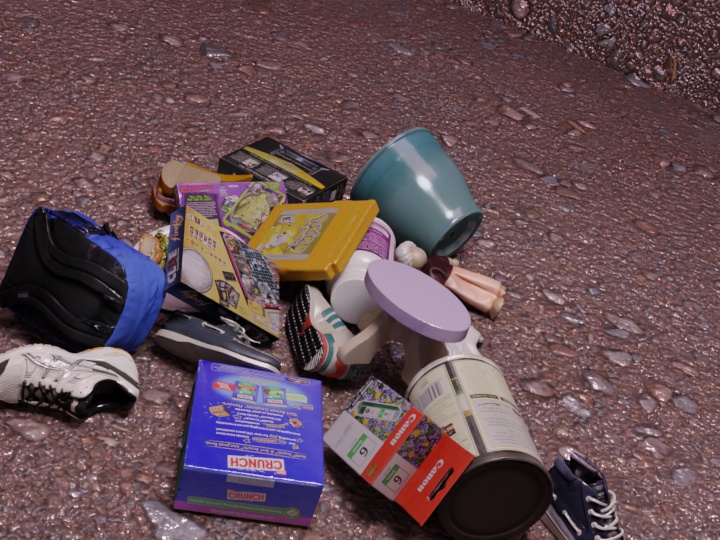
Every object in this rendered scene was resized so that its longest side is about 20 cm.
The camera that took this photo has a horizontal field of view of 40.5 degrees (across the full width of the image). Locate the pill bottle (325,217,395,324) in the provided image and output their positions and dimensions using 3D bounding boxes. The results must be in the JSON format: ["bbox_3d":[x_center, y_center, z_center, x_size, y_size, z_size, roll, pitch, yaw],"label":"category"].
[{"bbox_3d":[0.000,0.000,1.586,0.112,0.113,0.200,14,29,-3],"label":"pill bottle"}]

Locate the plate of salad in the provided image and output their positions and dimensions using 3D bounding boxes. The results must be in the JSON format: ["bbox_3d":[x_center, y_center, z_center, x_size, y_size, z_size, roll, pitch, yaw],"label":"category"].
[{"bbox_3d":[-0.265,-0.015,1.524,0.199,0.048,0.201,4,44,-4],"label":"plate of salad"}]

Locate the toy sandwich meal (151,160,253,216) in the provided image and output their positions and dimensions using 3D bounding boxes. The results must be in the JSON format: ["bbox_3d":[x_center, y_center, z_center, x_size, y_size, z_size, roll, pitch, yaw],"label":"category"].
[{"bbox_3d":[-0.265,-0.133,1.724,0.204,0.071,0.206,11,31,-7],"label":"toy sandwich meal"}]

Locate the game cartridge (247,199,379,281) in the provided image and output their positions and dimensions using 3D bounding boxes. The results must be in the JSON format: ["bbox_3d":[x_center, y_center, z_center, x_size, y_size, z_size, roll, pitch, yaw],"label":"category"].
[{"bbox_3d":[-0.089,-0.050,1.576,0.199,0.033,0.177,-2,40,33],"label":"game cartridge"}]

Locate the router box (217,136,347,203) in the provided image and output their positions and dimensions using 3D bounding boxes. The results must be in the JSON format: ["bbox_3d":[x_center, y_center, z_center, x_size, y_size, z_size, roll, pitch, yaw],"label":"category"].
[{"bbox_3d":[-0.149,-0.176,1.861,0.199,0.052,0.157,29,34,21],"label":"router box"}]

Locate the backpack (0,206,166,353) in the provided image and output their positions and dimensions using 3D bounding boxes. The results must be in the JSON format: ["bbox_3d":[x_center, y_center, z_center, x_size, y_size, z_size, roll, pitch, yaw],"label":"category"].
[{"bbox_3d":[-0.363,0.018,1.351,0.199,0.163,0.168,29,13,25],"label":"backpack"}]

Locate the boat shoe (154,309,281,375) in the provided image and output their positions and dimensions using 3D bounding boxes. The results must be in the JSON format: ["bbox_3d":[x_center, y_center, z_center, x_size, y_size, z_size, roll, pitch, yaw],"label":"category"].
[{"bbox_3d":[-0.190,0.101,1.350,0.199,0.075,0.062,11,58,29],"label":"boat shoe"}]

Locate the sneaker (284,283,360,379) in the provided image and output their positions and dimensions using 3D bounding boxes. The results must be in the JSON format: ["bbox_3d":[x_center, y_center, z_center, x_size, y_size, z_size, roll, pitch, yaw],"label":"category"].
[{"bbox_3d":[-0.052,0.098,1.471,0.093,0.071,0.200,26,20,-26],"label":"sneaker"}]

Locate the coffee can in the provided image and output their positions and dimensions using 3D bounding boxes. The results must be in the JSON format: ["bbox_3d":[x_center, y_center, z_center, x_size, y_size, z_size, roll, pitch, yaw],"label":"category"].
[{"bbox_3d":[0.147,0.225,1.260,0.145,0.147,0.200,6,32,-15],"label":"coffee can"}]

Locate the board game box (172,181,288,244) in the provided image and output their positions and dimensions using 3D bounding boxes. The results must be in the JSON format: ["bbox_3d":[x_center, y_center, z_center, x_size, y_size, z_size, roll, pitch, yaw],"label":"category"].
[{"bbox_3d":[-0.213,-0.091,1.661,0.199,0.032,0.121,-3,78,-30],"label":"board game box"}]

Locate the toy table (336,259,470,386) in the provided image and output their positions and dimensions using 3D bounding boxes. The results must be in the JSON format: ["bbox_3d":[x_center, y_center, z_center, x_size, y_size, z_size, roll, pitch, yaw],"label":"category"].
[{"bbox_3d":[0.062,0.081,1.382,0.183,0.118,0.200,8,25,-23],"label":"toy table"}]

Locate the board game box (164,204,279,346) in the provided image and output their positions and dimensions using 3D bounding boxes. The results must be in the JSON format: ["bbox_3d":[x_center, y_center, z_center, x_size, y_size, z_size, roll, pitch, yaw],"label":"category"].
[{"bbox_3d":[-0.195,0.010,1.417,0.200,0.034,0.136,36,39,-41],"label":"board game box"}]

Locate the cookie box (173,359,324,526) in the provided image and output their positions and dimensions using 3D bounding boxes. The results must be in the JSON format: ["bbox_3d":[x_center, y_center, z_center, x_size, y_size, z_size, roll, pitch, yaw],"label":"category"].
[{"bbox_3d":[-0.136,0.213,1.222,0.170,0.076,0.200,11,30,-9],"label":"cookie box"}]

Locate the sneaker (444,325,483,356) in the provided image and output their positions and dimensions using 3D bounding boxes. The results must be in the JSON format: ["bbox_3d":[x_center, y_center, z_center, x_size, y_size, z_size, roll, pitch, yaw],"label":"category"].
[{"bbox_3d":[0.142,0.100,1.545,0.099,0.078,0.201,9,40,-23],"label":"sneaker"}]

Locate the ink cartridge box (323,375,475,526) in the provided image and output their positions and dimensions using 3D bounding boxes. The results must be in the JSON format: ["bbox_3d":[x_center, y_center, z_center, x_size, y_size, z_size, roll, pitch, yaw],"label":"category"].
[{"bbox_3d":[0.042,0.217,1.206,0.050,0.109,0.200,42,-7,-32],"label":"ink cartridge box"}]

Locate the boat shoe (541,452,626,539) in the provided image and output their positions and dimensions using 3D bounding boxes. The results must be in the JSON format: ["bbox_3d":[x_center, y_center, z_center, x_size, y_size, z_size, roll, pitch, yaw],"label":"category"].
[{"bbox_3d":[0.298,0.320,1.229,0.074,0.093,0.200,-10,39,-36],"label":"boat shoe"}]

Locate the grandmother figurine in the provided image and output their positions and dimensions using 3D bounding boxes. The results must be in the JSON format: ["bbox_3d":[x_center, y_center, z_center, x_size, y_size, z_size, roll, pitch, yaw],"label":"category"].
[{"bbox_3d":[0.150,0.008,1.674,0.199,0.061,0.121,26,22,-3],"label":"grandmother figurine"}]

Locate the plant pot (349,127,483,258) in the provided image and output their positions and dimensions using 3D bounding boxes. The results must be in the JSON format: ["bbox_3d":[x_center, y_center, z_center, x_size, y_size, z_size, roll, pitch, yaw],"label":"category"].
[{"bbox_3d":[0.114,-0.122,1.773,0.199,0.201,0.188,-20,60,-44],"label":"plant pot"}]

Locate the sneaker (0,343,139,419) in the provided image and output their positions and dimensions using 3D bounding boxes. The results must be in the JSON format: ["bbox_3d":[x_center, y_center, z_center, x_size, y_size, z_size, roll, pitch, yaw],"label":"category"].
[{"bbox_3d":[-0.374,0.144,1.226,0.199,0.076,0.088,-3,38,-26],"label":"sneaker"}]
